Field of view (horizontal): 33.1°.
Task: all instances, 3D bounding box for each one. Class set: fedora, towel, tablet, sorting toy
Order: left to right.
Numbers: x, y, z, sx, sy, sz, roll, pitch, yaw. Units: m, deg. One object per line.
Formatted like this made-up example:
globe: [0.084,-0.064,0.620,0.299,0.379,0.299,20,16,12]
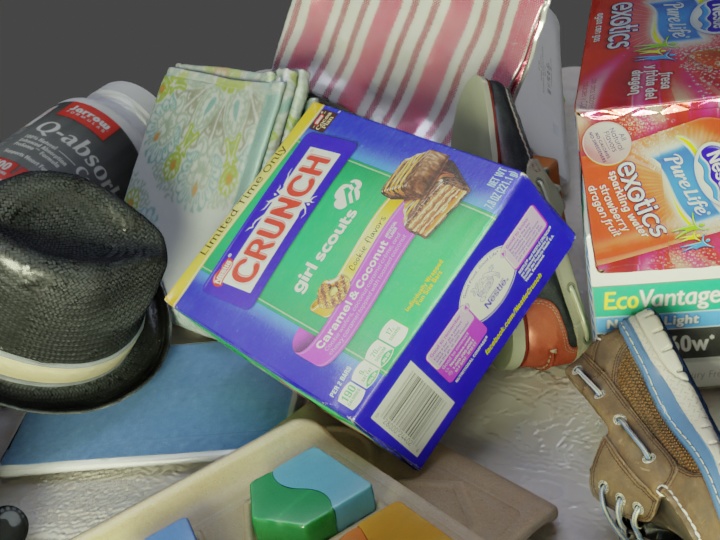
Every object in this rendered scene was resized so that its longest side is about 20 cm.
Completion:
fedora: [-0.199,-0.003,0.791,0.092,0.200,0.201,-46,8,39]
tablet: [-0.136,0.090,0.824,0.199,0.014,0.130,-5,32,11]
towel: [-0.114,-0.058,0.908,0.048,0.201,0.171,19,-2,-40]
sorting toy: [-0.040,0.150,0.581,0.185,0.037,0.200,-25,34,-28]
sorting toy: [-0.020,0.150,0.669,0.200,0.037,0.185,-29,35,-33]
towel: [0.030,-0.173,0.885,0.199,0.147,0.030,30,24,22]
tablet: [0.125,-0.175,0.984,0.014,0.130,0.201,-30,40,35]

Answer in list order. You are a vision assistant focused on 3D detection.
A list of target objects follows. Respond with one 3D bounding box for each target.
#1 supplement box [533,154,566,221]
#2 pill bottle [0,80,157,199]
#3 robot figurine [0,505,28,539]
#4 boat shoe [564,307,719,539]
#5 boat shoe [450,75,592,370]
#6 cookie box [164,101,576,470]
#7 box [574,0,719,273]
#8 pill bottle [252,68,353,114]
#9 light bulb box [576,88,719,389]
supplement box: [0.065,-0.013,0.865,0.069,0.067,0.200,16,41,39]
pill bottle: [-0.251,-0.077,1.038,0.115,0.116,0.200,7,36,29]
robot figurine: [-0.286,0.142,0.694,0.149,0.125,0.200,-16,30,9]
boat shoe: [0.161,0.110,0.637,0.072,0.072,0.200,-29,35,14]
boat shoe: [0.104,-0.033,0.795,0.062,0.071,0.201,-4,73,-16]
cookie box: [0.000,0.000,0.743,0.200,0.075,0.172,25,76,47]
box: [0.178,-0.095,0.681,0.095,0.100,0.200,-3,33,17]
pill bottle: [-0.042,-0.081,0.967,0.116,0.117,0.200,-22,33,-16]
light bulb box: [0.241,-0.033,0.773,0.197,0.125,0.200,-5,33,12]
